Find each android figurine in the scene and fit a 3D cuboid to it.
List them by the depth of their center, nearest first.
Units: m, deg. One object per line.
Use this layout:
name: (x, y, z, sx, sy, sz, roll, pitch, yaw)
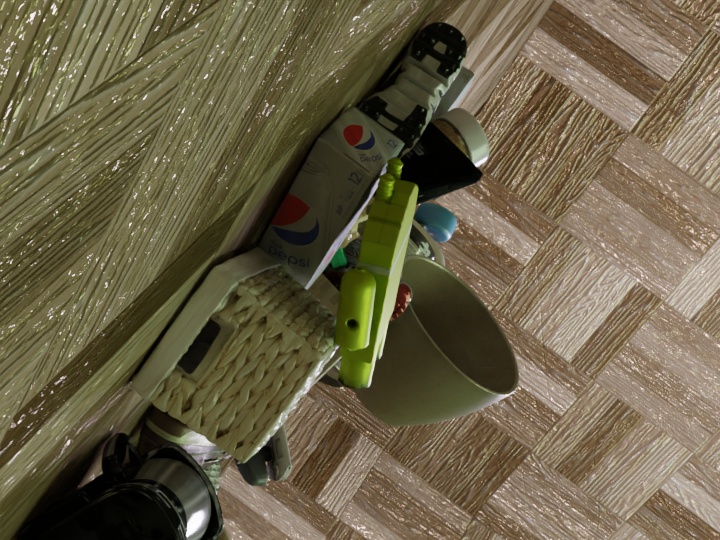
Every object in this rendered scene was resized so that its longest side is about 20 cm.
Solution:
android figurine: (0.014, 0.000, 1.323, 0.182, 0.041, 0.200, -65, 165, -64)

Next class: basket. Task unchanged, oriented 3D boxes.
basket: (-0.099, 0.073, 1.324, 0.136, 0.123, 0.200, -53, 178, 9)

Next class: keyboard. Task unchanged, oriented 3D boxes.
keyboard: (0.046, -0.102, 1.476, 0.104, 0.040, 0.200, -15, -154, -9)

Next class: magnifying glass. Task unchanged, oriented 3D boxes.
magnifying glass: (-0.033, -0.052, 1.662, 0.022, 0.080, 0.200, -15, -171, 3)

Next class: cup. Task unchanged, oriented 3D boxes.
cup: (0.068, 0.103, 1.746, 0.143, 0.200, 0.200, -41, -177, 24)

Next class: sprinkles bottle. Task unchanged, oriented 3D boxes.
sprinkles bottle: (0.040, -0.098, 1.559, 0.200, 0.068, 0.068, -32, 169, -20)

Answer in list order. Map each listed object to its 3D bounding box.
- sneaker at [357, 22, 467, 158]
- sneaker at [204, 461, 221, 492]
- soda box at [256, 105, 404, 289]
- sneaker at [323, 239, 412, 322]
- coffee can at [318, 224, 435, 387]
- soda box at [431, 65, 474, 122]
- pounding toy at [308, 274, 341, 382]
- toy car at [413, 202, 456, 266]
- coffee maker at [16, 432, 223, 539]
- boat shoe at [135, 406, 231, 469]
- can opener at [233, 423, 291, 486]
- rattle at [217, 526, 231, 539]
sneaker: (0.037, -0.152, 1.468, 0.200, 0.066, 0.091, -55, 176, -27)
sneaker: (-0.205, 0.193, 1.696, 0.099, 0.070, 0.200, -15, -140, 26)
soda box: (-0.037, -0.058, 1.392, 0.068, 0.063, 0.200, -51, 176, -44)
sneaker: (0.000, 0.000, 1.670, 0.082, 0.078, 0.200, -42, -151, -15)
coffee can: (-0.021, 0.023, 1.851, 0.200, 0.146, 0.146, -52, 177, -18)
soda box: (0.043, -0.151, 1.642, 0.200, 0.064, 0.068, -53, 177, -1)
pounding toy: (-0.084, 0.058, 1.593, 0.184, 0.142, 0.200, -43, 177, -7)
toy car: (0.004, -0.021, 2.113, 0.200, 0.177, 0.185, -6, -125, 55)
coffee maker: (-0.225, 0.255, 1.320, 0.192, 0.135, 0.200, -53, 177, 4)
boat shoe: (-0.181, 0.185, 1.588, 0.075, 0.075, 0.202, -62, 154, 5)
can opener: (-0.121, 0.148, 1.705, 0.067, 0.200, 0.053, -2, 159, -31)
rattle: (-0.225, 0.271, 1.517, 0.130, 0.200, 0.143, -46, 155, 9)
